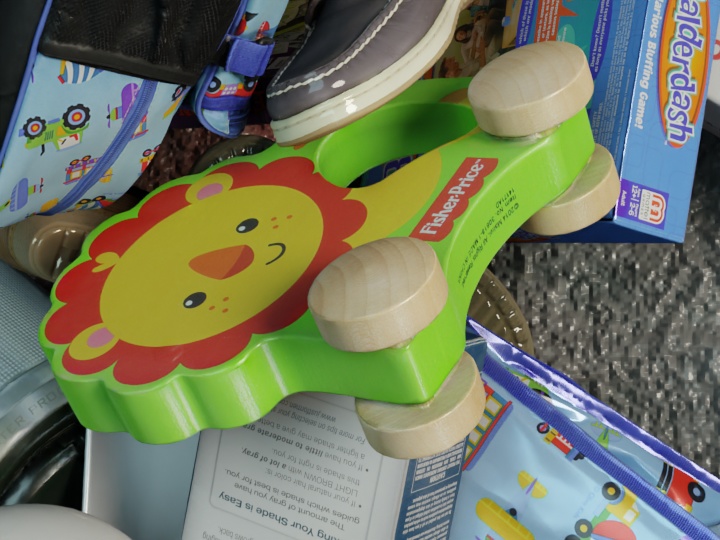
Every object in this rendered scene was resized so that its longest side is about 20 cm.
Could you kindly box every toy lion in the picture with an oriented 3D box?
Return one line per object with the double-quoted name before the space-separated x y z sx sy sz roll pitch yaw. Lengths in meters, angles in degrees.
"toy lion" -0.021 -0.009 0.635 0.190 0.069 0.200 5 42 36

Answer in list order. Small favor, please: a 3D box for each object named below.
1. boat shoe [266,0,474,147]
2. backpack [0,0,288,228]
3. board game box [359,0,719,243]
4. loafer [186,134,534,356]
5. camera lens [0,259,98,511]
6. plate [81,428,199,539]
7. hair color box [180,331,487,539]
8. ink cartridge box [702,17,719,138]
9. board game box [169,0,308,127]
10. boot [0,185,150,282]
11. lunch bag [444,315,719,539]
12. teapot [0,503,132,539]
"boat shoe" 0.009 -0.123 0.682 0.071 0.200 0.065 -13 118 40
"backpack" -0.119 -0.110 0.669 0.183 0.134 0.201 51 126 46
"board game box" 0.078 -0.090 0.756 0.199 0.045 0.154 3 81 57
"loafer" 0.000 0.000 0.762 0.076 0.200 0.067 -50 23 0
"camera lens" -0.213 0.071 0.840 0.199 0.160 0.161 35 95 24
"plate" -0.038 0.148 0.780 0.198 0.032 0.202 5 80 -12
"hair color box" -0.019 0.114 0.688 0.099 0.060 0.202 16 101 27
"ink cartridge box" 0.239 -0.134 0.729 0.144 0.084 0.201 35 96 24
"board game box" -0.088 -0.103 0.794 0.198 0.120 0.033 -1 123 25
"boot" -0.106 -0.015 0.846 0.073 0.199 0.166 -63 30 8
"lunch bag" 0.062 0.125 0.716 0.199 0.094 0.151 35 105 9
"teapot" -0.164 0.191 0.662 0.199 0.145 0.199 -14 84 36
